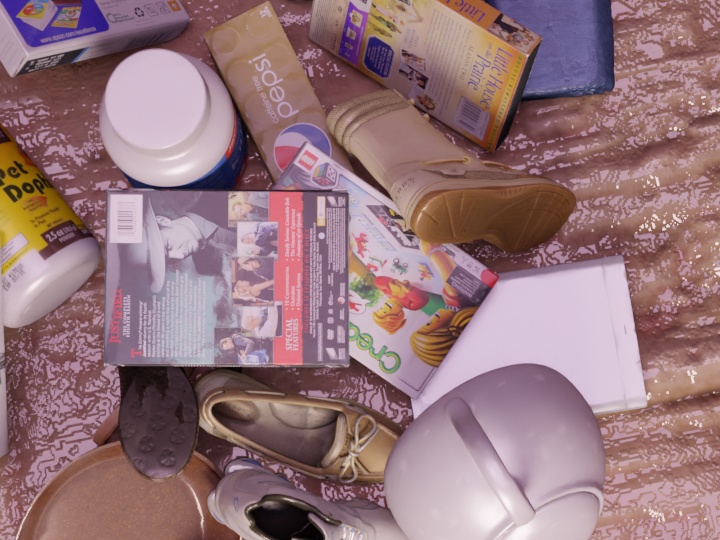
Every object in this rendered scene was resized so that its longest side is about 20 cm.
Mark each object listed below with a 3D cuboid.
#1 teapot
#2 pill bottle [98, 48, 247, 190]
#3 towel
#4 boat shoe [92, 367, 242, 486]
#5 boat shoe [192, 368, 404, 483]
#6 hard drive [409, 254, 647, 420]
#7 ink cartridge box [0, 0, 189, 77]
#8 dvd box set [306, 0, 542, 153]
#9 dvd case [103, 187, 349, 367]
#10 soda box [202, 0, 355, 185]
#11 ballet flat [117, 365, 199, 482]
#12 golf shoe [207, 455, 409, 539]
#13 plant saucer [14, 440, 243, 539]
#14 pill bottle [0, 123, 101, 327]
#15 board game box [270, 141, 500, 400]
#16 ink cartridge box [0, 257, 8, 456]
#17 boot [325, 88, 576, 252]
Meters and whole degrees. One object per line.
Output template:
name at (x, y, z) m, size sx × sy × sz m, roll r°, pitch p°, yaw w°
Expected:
teapot at (0.123, 0.179, 1.534) m, size 0.199 × 0.198 × 0.146 m, roll -7°, pitch 49°, yaw -36°
pill bottle at (-0.156, -0.117, 1.598) m, size 0.112 × 0.200 × 0.113 m, roll 0°, pitch 81°, yaw 2°
towel at (0.162, -0.247, 1.682) m, size 0.111 × 0.049 × 0.201 m, roll -4°, pitch 81°, yaw 2°
boat shoe at (-0.137, 0.097, 1.632) m, size 0.070 × 0.070 × 0.200 m, roll 43°, pitch 94°, yaw 15°
boat shoe at (-0.045, 0.135, 1.597) m, size 0.200 × 0.063 × 0.073 m, roll 23°, pitch 93°, yaw -19°
hard drive at (0.136, 0.067, 1.647) m, size 0.199 × 0.026 × 0.133 m, roll -8°, pitch 81°, yaw 0°
ink cartridge box at (-0.268, -0.272, 1.643) m, size 0.043 × 0.198 × 0.201 m, roll -38°, pitch 79°, yaw 41°
dvd box set at (0.050, -0.198, 1.626) m, size 0.200 × 0.147 × 0.029 m, roll 32°, pitch 61°, yaw 11°
dvd case at (-0.108, 0.006, 1.559) m, size 0.199 × 0.022 × 0.147 m, roll 0°, pitch 82°, yaw -5°
soda box at (-0.064, -0.126, 1.664) m, size 0.068 × 0.064 × 0.201 m, roll -26°, pitch 81°, yaw -2°
ballet flat at (-0.173, 0.092, 1.573) m, size 0.067 × 0.046 × 0.201 m, roll -9°, pitch 53°, yaw -11°
golf shoe at (-0.028, 0.222, 1.577) m, size 0.199 × 0.097 × 0.079 m, roll 21°, pitch 92°, yaw -18°
plant saucer at (-0.196, 0.229, 1.593) m, size 0.199 × 0.037 × 0.201 m, roll -7°, pitch 108°, yaw -22°
pill bottle at (-0.320, -0.057, 1.641) m, size 0.109 × 0.109 × 0.200 m, roll -40°, pitch 82°, yaw -4°
board game box at (0.000, 0.000, 1.606) m, size 0.200 × 0.035 × 0.127 m, roll 34°, pitch 90°, yaw -5°
ink cartridge box at (-0.374, 0.062, 1.587) m, size 0.145 × 0.084 × 0.201 m, roll 7°, pitch 106°, yaw 24°
boot at (0.078, -0.087, 1.629) m, size 0.155 × 0.199 × 0.073 m, roll 47°, pitch 123°, yaw 35°
